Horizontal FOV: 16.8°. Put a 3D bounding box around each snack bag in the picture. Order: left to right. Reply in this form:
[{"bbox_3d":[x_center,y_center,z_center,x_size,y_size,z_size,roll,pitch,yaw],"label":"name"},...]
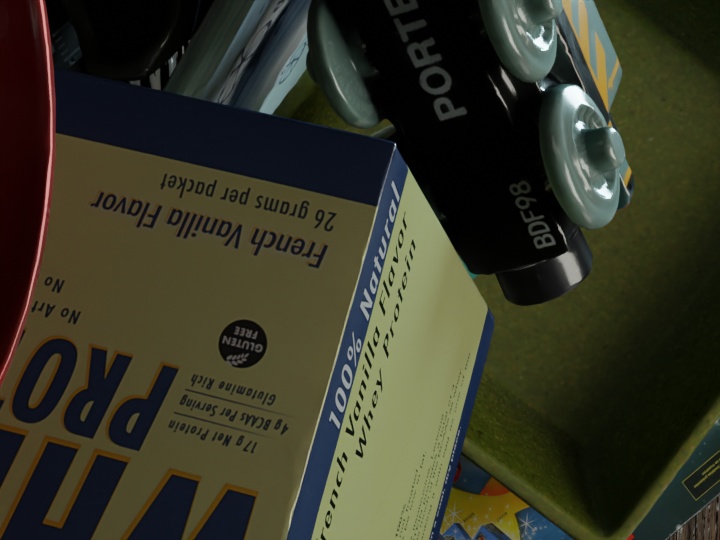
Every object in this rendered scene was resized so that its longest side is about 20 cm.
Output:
[{"bbox_3d":[-0.031,-0.078,0.877,0.189,0.021,0.200,-57,175,31],"label":"snack bag"}]

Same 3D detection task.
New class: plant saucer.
[{"bbox_3d":[0.071,-0.032,0.915,0.200,0.200,0.048,-53,-176,1],"label":"plant saucer"}]

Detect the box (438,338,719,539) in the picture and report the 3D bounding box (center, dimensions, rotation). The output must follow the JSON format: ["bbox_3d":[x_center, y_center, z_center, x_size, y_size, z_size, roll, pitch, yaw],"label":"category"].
[{"bbox_3d":[0.061,0.064,0.961,0.200,0.137,0.038,-38,-179,-12],"label":"box"}]

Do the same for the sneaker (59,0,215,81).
[{"bbox_3d":[-0.086,-0.151,0.745,0.078,0.070,0.200,-66,145,-42],"label":"sneaker"}]

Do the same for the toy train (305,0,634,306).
[{"bbox_3d":[0.030,-0.090,0.762,0.200,0.085,0.114,63,29,-23],"label":"toy train"}]

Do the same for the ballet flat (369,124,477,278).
[{"bbox_3d":[0.000,0.000,0.861,0.200,0.068,0.068,-41,167,-9],"label":"ballet flat"}]

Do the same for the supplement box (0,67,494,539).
[{"bbox_3d":[-0.061,0.069,0.693,0.200,0.134,0.200,52,52,-73],"label":"supplement box"}]

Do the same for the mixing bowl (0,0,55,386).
[{"bbox_3d":[-0.167,-0.032,0.499,0.200,0.108,0.201,-3,93,-58],"label":"mixing bowl"}]

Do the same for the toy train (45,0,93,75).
[{"bbox_3d":[-0.080,-0.104,0.855,0.046,0.034,0.200,65,32,-22],"label":"toy train"}]
